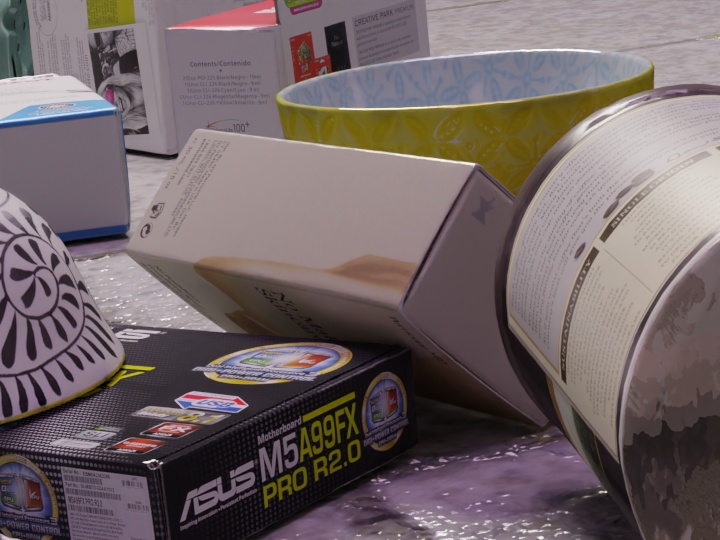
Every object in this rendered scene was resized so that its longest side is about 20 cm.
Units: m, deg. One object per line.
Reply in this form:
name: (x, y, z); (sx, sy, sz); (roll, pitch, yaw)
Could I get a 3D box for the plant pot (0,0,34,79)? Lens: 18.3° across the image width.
plant pot: (-0.396, -0.226, 2.015); (0.196, 0.201, 0.200); (4, 13, 3)

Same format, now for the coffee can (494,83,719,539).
coffee can: (0.133, 0.024, 0.736); (0.146, 0.147, 0.200); (-7, 13, -5)

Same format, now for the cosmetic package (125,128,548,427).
cosmetic package: (0.000, 0.000, 0.970); (0.105, 0.071, 0.200); (39, -17, -34)

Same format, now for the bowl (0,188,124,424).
bowl: (-0.199, 0.003, 0.895); (0.200, 0.094, 0.201); (-6, 11, 1)

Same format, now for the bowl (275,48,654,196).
bowl: (0.059, -0.051, 1.187); (0.200, 0.108, 0.200); (-5, 13, 1)

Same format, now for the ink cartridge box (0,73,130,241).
ink cartridge box: (-0.239, -0.071, 1.455); (0.146, 0.086, 0.200); (-8, 12, -14)

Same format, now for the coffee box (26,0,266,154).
coffee box: (-0.134, -0.213, 1.777); (0.199, 0.200, 0.198); (-14, 15, -36)

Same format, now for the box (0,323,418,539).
box: (-0.103, 0.064, 0.889); (0.200, 0.044, 0.160); (4, 16, 36)

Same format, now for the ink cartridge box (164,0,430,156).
ink cartridge box: (-0.033, -0.126, 1.405); (0.084, 0.176, 0.200); (1, 14, 28)

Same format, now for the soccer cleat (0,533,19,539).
soccer cleat: (-0.119, 0.098, 0.650); (0.200, 0.085, 0.069); (-6, 12, -2)
